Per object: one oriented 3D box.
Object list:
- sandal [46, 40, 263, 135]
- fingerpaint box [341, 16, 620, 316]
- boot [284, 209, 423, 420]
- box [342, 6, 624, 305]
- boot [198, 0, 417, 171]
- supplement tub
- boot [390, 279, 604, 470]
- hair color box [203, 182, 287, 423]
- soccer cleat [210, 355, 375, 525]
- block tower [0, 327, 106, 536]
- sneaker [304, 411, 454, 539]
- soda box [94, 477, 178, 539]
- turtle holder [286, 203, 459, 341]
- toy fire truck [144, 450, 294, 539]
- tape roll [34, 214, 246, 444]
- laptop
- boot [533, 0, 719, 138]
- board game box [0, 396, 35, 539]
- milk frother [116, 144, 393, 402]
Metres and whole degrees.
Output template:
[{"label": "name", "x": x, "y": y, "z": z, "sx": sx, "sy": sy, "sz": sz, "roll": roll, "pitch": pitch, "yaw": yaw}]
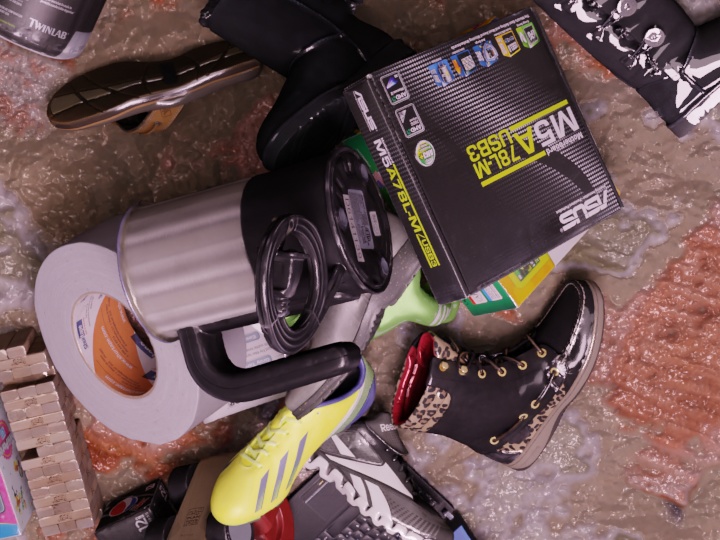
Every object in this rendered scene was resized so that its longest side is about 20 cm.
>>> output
[{"label": "sandal", "x": -0.181, "y": -0.155, "z": 1.279, "sx": 0.200, "sy": 0.082, "sz": 0.055, "roll": -17, "pitch": 127, "yaw": -4}, {"label": "fingerpaint box", "x": 0.108, "y": -0.090, "z": 1.253, "sx": 0.167, "sy": 0.073, "sz": 0.200, "roll": -46, "pitch": 105, "yaw": -28}, {"label": "boot", "x": -0.039, "y": 0.014, "z": 1.198, "sx": 0.131, "sy": 0.068, "sz": 0.200, "roll": 34, "pitch": 102, "yaw": 3}, {"label": "box", "x": 0.105, "y": -0.098, "z": 1.179, "sx": 0.200, "sy": 0.048, "sz": 0.193, "roll": -27, "pitch": 93, "yaw": -34}, {"label": "boot", "x": -0.065, "y": -0.179, "z": 1.198, "sx": 0.162, "sy": 0.198, "sz": 0.073, "roll": 37, "pitch": 145, "yaw": 14}, {"label": "supplement tub", "x": -0.253, "y": -0.291, "z": 1.205, "sx": 0.123, "sy": 0.123, "sz": 0.200, "roll": 26, "pitch": 103, "yaw": -8}, {"label": "boot", "x": 0.127, "y": 0.085, "z": 1.327, "sx": 0.151, "sy": 0.073, "sz": 0.200, "roll": 16, "pitch": 112, "yaw": -23}, {"label": "hair color box", "x": -0.133, "y": 0.030, "z": 1.329, "sx": 0.099, "sy": 0.061, "sz": 0.200, "roll": -19, "pitch": 105, "yaw": 4}, {"label": "soccer cleat", "x": -0.064, "y": 0.144, "z": 1.282, "sx": 0.200, "sy": 0.065, "sz": 0.084, "roll": -42, "pitch": 148, "yaw": -25}, {"label": "block tower", "x": -0.298, "y": 0.157, "z": 1.363, "sx": 0.054, "sy": 0.058, "sz": 0.200, "roll": -13, "pitch": 107, "yaw": 3}, {"label": "sneaker", "x": 0.016, "y": 0.183, "z": 1.347, "sx": 0.200, "sy": 0.066, "sz": 0.091, "roll": 36, "pitch": 96, "yaw": 16}, {"label": "soda box", "x": -0.181, "y": 0.310, "z": 1.400, "sx": 0.063, "sy": 0.071, "sz": 0.200, "roll": -26, "pitch": 104, "yaw": 9}, {"label": "turtle holder", "x": -0.004, "y": -0.010, "z": 1.283, "sx": 0.185, "sy": 0.132, "sz": 0.141, "roll": -4, "pitch": 105, "yaw": -1}, {"label": "toy fire truck", "x": -0.096, "y": 0.290, "z": 1.343, "sx": 0.129, "sy": 0.176, "sz": 0.200, "roll": -14, "pitch": 126, "yaw": 28}, {"label": "tape roll", "x": -0.198, "y": 0.053, "z": 1.274, "sx": 0.200, "sy": 0.066, "sz": 0.200, "roll": 20, "pitch": 125, "yaw": 31}, {"label": "laptop", "x": 0.015, "y": 0.290, "z": 1.382, "sx": 0.177, "sy": 0.103, "sz": 0.200, "roll": -44, "pitch": 102, "yaw": 10}, {"label": "boot", "x": 0.269, "y": -0.242, "z": 1.264, "sx": 0.200, "sy": 0.066, "sz": 0.165, "roll": 42, "pitch": 99, "yaw": -7}, {"label": "board game box", "x": -0.412, "y": 0.166, "z": 1.360, "sx": 0.147, "sy": 0.064, "sz": 0.200, "roll": -13, "pitch": 106, "yaw": 3}, {"label": "milk frother", "x": -0.095, "y": -0.002, "z": 1.069, "sx": 0.188, "sy": 0.200, "sz": 0.181, "roll": -15, "pitch": 68, "yaw": 21}]
